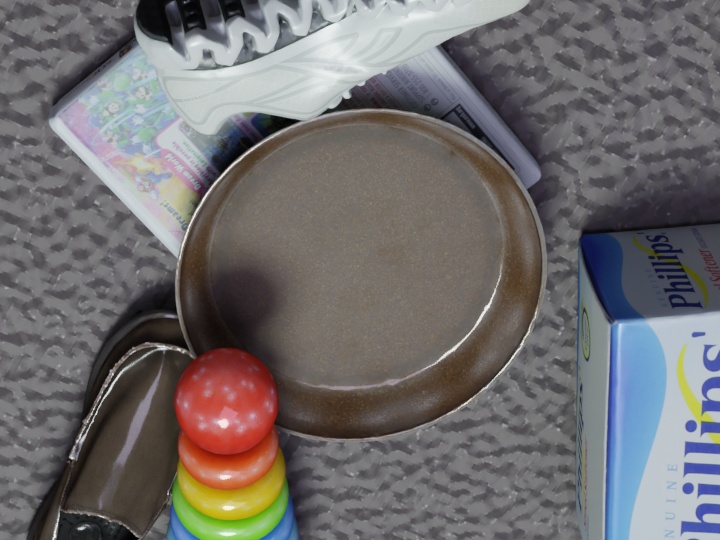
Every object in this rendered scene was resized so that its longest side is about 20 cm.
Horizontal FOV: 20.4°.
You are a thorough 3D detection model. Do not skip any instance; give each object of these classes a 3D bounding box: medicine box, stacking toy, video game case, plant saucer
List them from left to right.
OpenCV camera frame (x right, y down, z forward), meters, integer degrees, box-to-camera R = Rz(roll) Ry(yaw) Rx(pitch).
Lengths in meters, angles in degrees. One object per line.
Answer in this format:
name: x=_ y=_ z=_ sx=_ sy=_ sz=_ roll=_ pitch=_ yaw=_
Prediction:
stacking toy: x=-0.068 y=0.116 z=1.084 sx=0.084 sy=0.086 sz=0.201 roll=-2 pitch=137 yaw=-5
video game case: x=-0.033 y=-0.067 z=1.060 sx=0.181 sy=0.024 sz=0.200 roll=-37 pitch=116 yaw=13
plant saucer: x=0.000 y=0.000 z=1.068 sx=0.198 sy=0.032 sz=0.202 roll=-3 pitch=119 yaw=-5
medicine box: x=0.223 y=0.075 z=1.116 sx=0.198 sy=0.103 sz=0.184 roll=-5 pitch=118 yaw=-4

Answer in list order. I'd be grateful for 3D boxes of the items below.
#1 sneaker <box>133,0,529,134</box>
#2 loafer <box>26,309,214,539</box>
sneaker: x=-0.008 y=-0.121 z=0.987 sx=0.198 sy=0.076 sz=0.082 roll=-12 pitch=132 yaw=2
loafer: x=-0.129 y=0.115 z=1.116 sx=0.072 sy=0.071 sz=0.201 roll=18 pitch=114 yaw=-15
